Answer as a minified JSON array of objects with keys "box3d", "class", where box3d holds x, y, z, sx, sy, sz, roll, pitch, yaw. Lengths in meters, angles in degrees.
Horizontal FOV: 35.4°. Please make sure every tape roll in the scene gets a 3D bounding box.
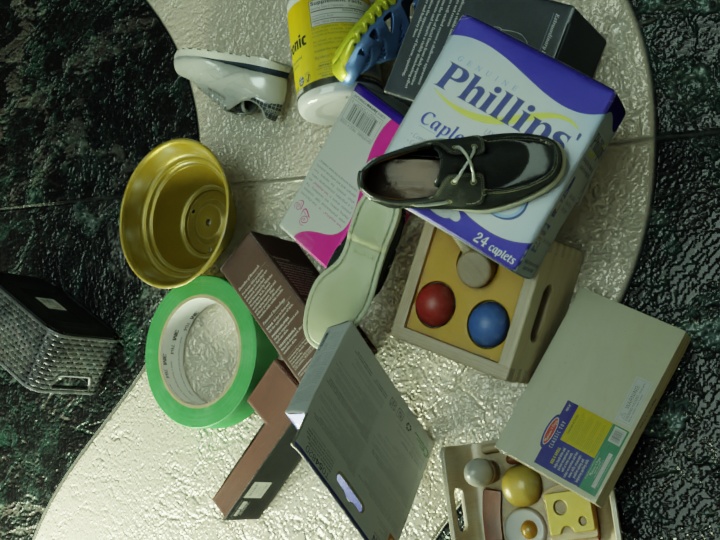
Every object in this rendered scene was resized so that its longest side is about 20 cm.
[{"box3d":[-0.202,0.110,1.512,0.198,0.048,0.204,-6,79,33],"class":"tape roll"}]

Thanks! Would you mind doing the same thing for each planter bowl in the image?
[{"box3d":[-0.229,-0.071,1.536,0.198,0.083,0.204,-6,79,34],"class":"planter bowl"}]

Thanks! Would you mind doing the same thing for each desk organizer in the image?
[{"box3d":[-0.119,0.215,1.428,0.077,0.071,0.201,44,107,33],"class":"desk organizer"}]

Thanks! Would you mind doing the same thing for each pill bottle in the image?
[{"box3d":[-0.035,-0.296,1.422,0.110,0.111,0.203,-15,74,31],"class":"pill bottle"}]

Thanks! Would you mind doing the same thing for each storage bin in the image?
[{"box3d":[-0.464,0.089,1.639,0.199,0.135,0.095,33,102,33],"class":"storage bin"}]

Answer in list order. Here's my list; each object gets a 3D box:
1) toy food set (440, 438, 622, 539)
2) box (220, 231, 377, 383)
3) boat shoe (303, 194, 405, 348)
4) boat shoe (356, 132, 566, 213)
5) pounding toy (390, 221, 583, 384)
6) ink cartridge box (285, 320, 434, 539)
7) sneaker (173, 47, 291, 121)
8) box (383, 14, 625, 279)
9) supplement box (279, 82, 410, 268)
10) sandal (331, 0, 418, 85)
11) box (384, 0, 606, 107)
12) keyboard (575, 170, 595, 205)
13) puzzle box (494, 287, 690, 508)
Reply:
[{"box3d":[0.185,0.248,1.223,0.198,0.060,0.146,-16,74,32],"class":"toy food set"},{"box3d":[-0.078,0.049,1.407,0.075,0.100,0.201,-47,60,19],"class":"box"},{"box3d":[-0.002,-0.001,1.304,0.074,0.066,0.202,24,100,18],"class":"boat shoe"},{"box3d":[0.095,-0.092,1.069,0.197,0.068,0.073,-5,85,16],"class":"boat shoe"},{"box3d":[0.126,-0.001,1.250,0.183,0.142,0.203,19,93,34],"class":"pounding toy"},{"box3d":[-0.004,0.192,1.229,0.040,0.201,0.201,-19,116,30],"class":"ink cartridge box"},{"box3d":[-0.185,-0.257,1.544,0.198,0.076,0.082,16,101,36],"class":"sneaker"},{"box3d":[0.139,-0.124,1.146,0.183,0.105,0.202,31,95,19],"class":"box"},{"box3d":[0.006,-0.105,1.366,0.101,0.103,0.201,41,107,33],"class":"supplement box"},{"box3d":[0.043,-0.287,1.348,0.200,0.087,0.079,-50,9,-24],"class":"sandal"},{"box3d":[0.152,-0.233,1.284,0.199,0.107,0.150,24,93,34],"class":"box"},{"box3d":[0.181,-0.133,1.312,0.199,0.011,0.057,26,98,34],"class":"keyboard"},{"box3d":[0.242,0.130,1.186,0.132,0.025,0.202,26,82,38],"class":"puzzle box"}]
